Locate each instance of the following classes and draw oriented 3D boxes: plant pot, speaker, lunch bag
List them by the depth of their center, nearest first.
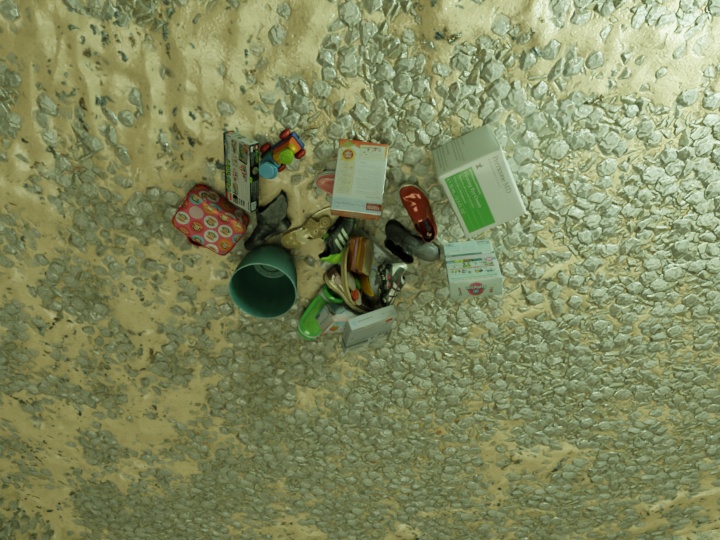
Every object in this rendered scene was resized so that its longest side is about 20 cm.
[{"bbox_3d":[-0.448,-0.137,1.562,0.200,0.082,0.176,36,119,-19],"label":"lunch bag"},{"bbox_3d":[-0.284,0.016,1.603,0.199,0.161,0.202,1,125,1],"label":"plant pot"},{"bbox_3d":[-0.131,0.135,1.720,0.088,0.089,0.200,28,121,-14],"label":"speaker"}]

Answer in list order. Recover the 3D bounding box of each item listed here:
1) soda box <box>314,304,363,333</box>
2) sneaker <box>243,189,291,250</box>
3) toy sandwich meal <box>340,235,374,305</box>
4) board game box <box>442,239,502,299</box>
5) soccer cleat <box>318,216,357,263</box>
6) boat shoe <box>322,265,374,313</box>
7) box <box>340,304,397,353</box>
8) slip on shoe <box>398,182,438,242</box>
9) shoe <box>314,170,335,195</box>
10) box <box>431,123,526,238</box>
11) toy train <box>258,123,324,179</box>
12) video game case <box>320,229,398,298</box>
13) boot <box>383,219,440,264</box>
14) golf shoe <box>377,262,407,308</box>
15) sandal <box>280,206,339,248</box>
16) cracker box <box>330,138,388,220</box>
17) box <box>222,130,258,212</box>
[{"bbox_3d":[-0.044,0.152,1.673,0.199,0.069,0.064,5,135,-48],"label":"soda box"},{"bbox_3d":[-0.284,-0.146,1.562,0.199,0.060,0.104,-26,117,15],"label":"sneaker"},{"bbox_3d":[0.000,0.000,1.539,0.070,0.206,0.206,-3,124,16],"label":"toy sandwich meal"},{"bbox_3d":[0.321,-0.008,1.524,0.146,0.201,0.065,-6,123,8],"label":"board game box"},{"bbox_3d":[-0.066,-0.109,1.547,0.081,0.068,0.201,8,117,-27],"label":"soccer cleat"},{"bbox_3d":[-0.023,0.058,1.646,0.200,0.072,0.072,42,119,-14],"label":"boat shoe"},{"bbox_3d":[0.023,0.188,1.667,0.155,0.041,0.200,-17,156,-16],"label":"box"},{"bbox_3d":[0.170,-0.165,1.516,0.074,0.061,0.201,-20,119,18],"label":"slip on shoe"},{"bbox_3d":[-0.034,-0.219,1.474,0.199,0.091,0.072,14,123,-5],"label":"shoe"},{"bbox_3d":[0.306,-0.234,1.377,0.170,0.200,0.200,-23,118,16],"label":"box"},{"bbox_3d":[-0.185,-0.322,1.401,0.199,0.116,0.085,-29,118,21],"label":"toy train"},{"bbox_3d":[0.007,-0.009,1.652,0.200,0.022,0.182,41,117,-21],"label":"video game case"},{"bbox_3d":[0.149,-0.056,1.545,0.199,0.132,0.070,27,121,-14],"label":"boot"},{"bbox_3d":[0.101,0.057,1.635,0.088,0.077,0.201,-15,140,-14],"label":"golf shoe"},{"bbox_3d":[-0.148,-0.110,1.566,0.211,0.070,0.078,-26,119,19],"label":"sandal"},{"bbox_3d":[-0.003,-0.241,1.406,0.133,0.202,0.058,7,168,-1],"label":"cracker box"},{"bbox_3d":[-0.330,-0.272,1.459,0.110,0.035,0.201,29,130,29],"label":"box"}]
